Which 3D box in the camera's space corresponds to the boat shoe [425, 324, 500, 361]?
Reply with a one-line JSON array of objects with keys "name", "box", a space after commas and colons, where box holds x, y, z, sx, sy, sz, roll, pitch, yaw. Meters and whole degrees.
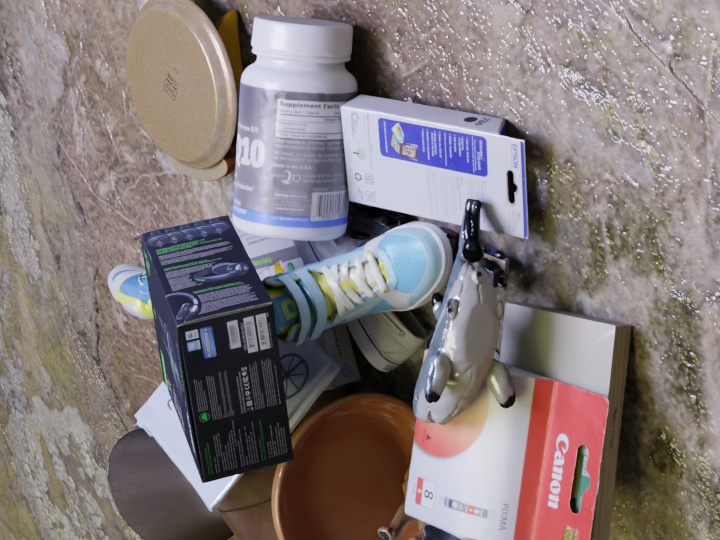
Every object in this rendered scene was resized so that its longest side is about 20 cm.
[{"name": "boat shoe", "box": [0.116, 0.142, 1.650, 0.075, 0.062, 0.201, -33, 85, 51]}]

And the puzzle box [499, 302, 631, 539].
[{"name": "puzzle box", "box": [0.176, 0.137, 1.552, 0.132, 0.025, 0.202, 12, 100, 46]}]

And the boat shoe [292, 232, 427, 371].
[{"name": "boat shoe", "box": [0.000, 0.000, 1.714, 0.070, 0.071, 0.201, -36, 78, 28]}]

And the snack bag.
[{"name": "snack bag", "box": [-0.129, 0.127, 1.751, 0.021, 0.200, 0.188, 36, -176, -45]}]

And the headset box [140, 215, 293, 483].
[{"name": "headset box", "box": [-0.138, 0.067, 1.621, 0.200, 0.092, 0.175, -121, 22, -57]}]

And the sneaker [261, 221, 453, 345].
[{"name": "sneaker", "box": [-0.015, 0.018, 1.595, 0.199, 0.130, 0.080, -27, 84, 43]}]

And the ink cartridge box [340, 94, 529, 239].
[{"name": "ink cartridge box", "box": [0.074, -0.096, 1.565, 0.199, 0.039, 0.100, 15, 123, 33]}]

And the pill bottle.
[{"name": "pill bottle", "box": [-0.061, -0.136, 1.632, 0.113, 0.113, 0.202, 16, 106, 44]}]

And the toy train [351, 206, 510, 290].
[{"name": "toy train", "box": [0.070, -0.022, 1.625, 0.199, 0.046, 0.034, 25, 121, 42]}]

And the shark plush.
[{"name": "shark plush", "box": [0.077, 0.039, 1.525, 0.083, 0.090, 0.202, 13, 108, 63]}]

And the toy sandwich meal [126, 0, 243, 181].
[{"name": "toy sandwich meal", "box": [-0.169, -0.194, 1.798, 0.204, 0.070, 0.207, 25, 124, 43]}]

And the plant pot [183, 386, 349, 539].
[{"name": "plant pot", "box": [-0.056, 0.246, 1.827, 0.200, 0.200, 0.199, -15, 108, 52]}]

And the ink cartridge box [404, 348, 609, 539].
[{"name": "ink cartridge box", "box": [0.127, 0.170, 1.550, 0.199, 0.050, 0.164, 17, 102, 50]}]

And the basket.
[{"name": "basket", "box": [-0.177, 0.243, 1.980, 0.180, 0.136, 0.200, 42, 150, -16]}]

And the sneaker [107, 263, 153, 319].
[{"name": "sneaker", "box": [-0.206, 0.014, 1.966, 0.199, 0.076, 0.106, 28, 119, 29]}]

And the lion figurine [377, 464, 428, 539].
[{"name": "lion figurine", "box": [0.087, 0.263, 1.738, 0.072, 0.123, 0.201, 11, 134, 35]}]

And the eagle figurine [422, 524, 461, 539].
[{"name": "eagle figurine", "box": [0.173, 0.295, 1.628, 0.199, 0.151, 0.153, 1, 123, 38]}]

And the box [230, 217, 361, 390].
[{"name": "box", "box": [-0.082, 0.031, 1.818, 0.155, 0.041, 0.202, -13, 92, 53]}]

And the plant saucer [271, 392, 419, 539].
[{"name": "plant saucer", "box": [-0.004, 0.221, 1.734, 0.037, 0.199, 0.202, 9, 118, 59]}]
